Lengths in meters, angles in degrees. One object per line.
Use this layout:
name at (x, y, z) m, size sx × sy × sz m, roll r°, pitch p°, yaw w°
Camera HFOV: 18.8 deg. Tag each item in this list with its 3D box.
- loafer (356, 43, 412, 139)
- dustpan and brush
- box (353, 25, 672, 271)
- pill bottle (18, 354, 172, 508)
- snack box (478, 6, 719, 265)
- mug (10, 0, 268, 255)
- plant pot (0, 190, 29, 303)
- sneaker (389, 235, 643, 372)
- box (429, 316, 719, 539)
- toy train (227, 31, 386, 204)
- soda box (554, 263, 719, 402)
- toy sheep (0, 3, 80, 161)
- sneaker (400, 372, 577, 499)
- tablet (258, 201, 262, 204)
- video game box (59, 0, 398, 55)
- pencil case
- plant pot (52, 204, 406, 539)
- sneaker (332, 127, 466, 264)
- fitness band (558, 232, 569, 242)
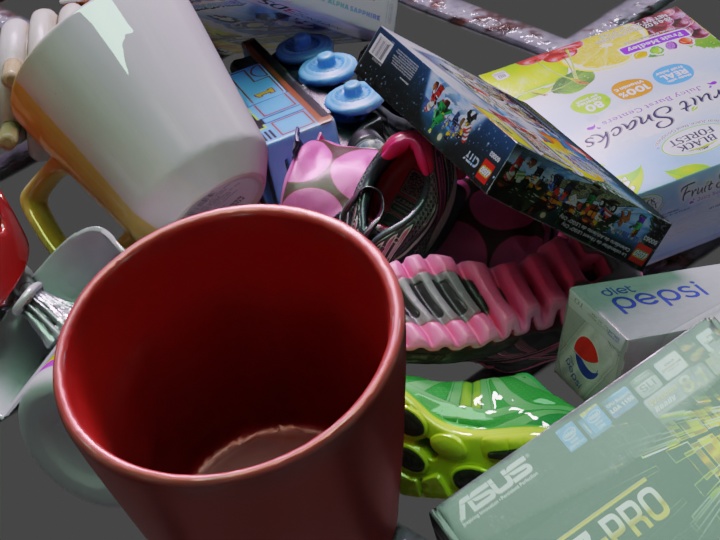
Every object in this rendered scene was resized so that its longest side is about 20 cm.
loafer at (0.040, -0.130, 1.658) m, size 0.068 × 0.071 × 0.201 m, roll -13°, pitch 35°, yaw -8°
dustpan and brush at (-0.221, 0.021, 1.487) m, size 0.140 × 0.057 × 0.200 m, roll -53°, pitch 7°, yaw -1°
box at (0.094, -0.080, 1.388) m, size 0.136 × 0.038 × 0.200 m, roll 25°, pitch 13°, yaw -34°
pill bottle at (-0.127, 0.053, 1.399) m, size 0.104 × 0.105 × 0.200 m, roll 10°, pitch 39°, yaw 24°
snack box at (0.201, -0.095, 1.519) m, size 0.168 × 0.068 × 0.200 m, roll -21°, pitch 38°, yaw -15°
mug at (-0.146, -0.086, 1.537) m, size 0.149 × 0.187 × 0.153 m, roll -27°, pitch 68°, yaw -30°
plant pot at (-0.348, -0.042, 1.471) m, size 0.199 × 0.183 × 0.201 m, roll -19°, pitch 26°, yaw 10°
sneaker at (0.082, 0.037, 1.390) m, size 0.199 × 0.096 × 0.079 m, roll -8°, pitch 52°, yaw -18°
box at (0.163, 0.143, 1.184) m, size 0.200 × 0.049 × 0.161 m, roll -33°, pitch 60°, yaw -9°
toy train at (-0.050, -0.113, 1.631) m, size 0.114 × 0.087 × 0.200 m, roll -19°, pitch 32°, yaw -14°
soda box at (0.223, 0.039, 1.348) m, size 0.199 × 0.064 × 0.068 m, roll -8°, pitch 32°, yaw -27°
toy sheep at (-0.217, -0.142, 1.680) m, size 0.199 × 0.138 × 0.138 m, roll 5°, pitch 34°, yaw -8°
sneaker at (0.069, 0.101, 1.336) m, size 0.199 × 0.074 × 0.083 m, roll 15°, pitch 23°, yaw 26°
tablet at (-0.019, -0.014, 1.555) m, size 0.199 × 0.014 × 0.130 m, roll 7°, pitch 38°, yaw 22°
video game box at (-0.102, -0.213, 1.694) m, size 0.199 × 0.047 × 0.182 m, roll 0°, pitch -11°, yaw 45°
pencil case at (0.043, -0.035, 1.485) m, size 0.199 × 0.091 × 0.094 m, roll 15°, pitch 49°, yaw 14°
plant pot at (-0.060, 0.093, 1.244) m, size 0.199 × 0.178 × 0.201 m, roll -6°, pitch 48°, yaw 6°
sneaker at (0.000, 0.000, 1.407) m, size 0.080 × 0.075 × 0.201 m, roll 21°, pitch 86°, yaw 17°
fitness band at (0.166, -0.064, 1.571) m, size 0.143 × 0.038 × 0.200 m, roll -17°, pitch 35°, yaw -13°
